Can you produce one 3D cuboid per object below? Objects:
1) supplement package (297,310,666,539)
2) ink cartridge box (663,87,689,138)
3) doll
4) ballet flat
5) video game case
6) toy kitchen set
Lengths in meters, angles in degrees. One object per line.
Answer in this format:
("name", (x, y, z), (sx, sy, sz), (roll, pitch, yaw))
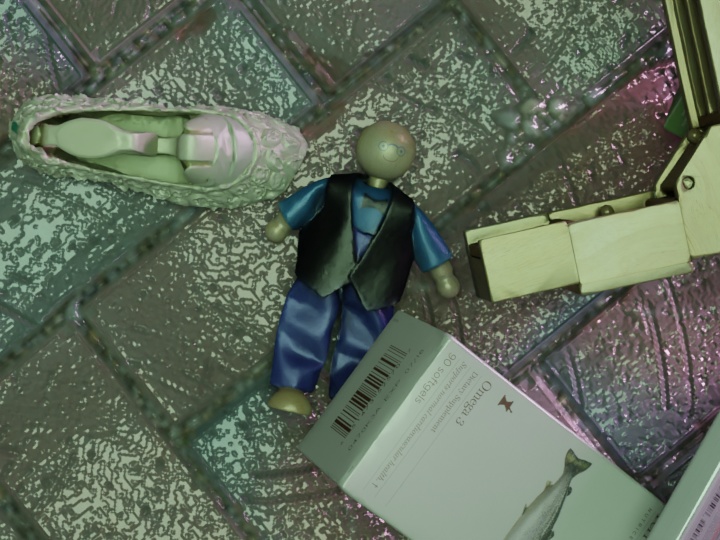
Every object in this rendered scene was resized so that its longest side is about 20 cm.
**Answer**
("supplement package", (0.080, 0.135, 1.268), (0.200, 0.117, 0.117), (37, 86, -16))
("ink cartridge box", (0.320, -0.112, 1.307), (0.199, 0.048, 0.146), (27, 127, 0))
("doll", (0.000, 0.000, 1.324), (0.136, 0.048, 0.201), (13, 90, -3))
("ballet flat", (-0.134, -0.078, 1.314), (0.199, 0.072, 0.072), (4, 88, -3))
("video game case", (0.258, 0.108, 1.274), (0.023, 0.182, 0.201), (28, 86, 28))
("toy kitchen set", (0.153, -0.085, 1.272), (0.199, 0.163, 0.181), (-12, 92, -3))
